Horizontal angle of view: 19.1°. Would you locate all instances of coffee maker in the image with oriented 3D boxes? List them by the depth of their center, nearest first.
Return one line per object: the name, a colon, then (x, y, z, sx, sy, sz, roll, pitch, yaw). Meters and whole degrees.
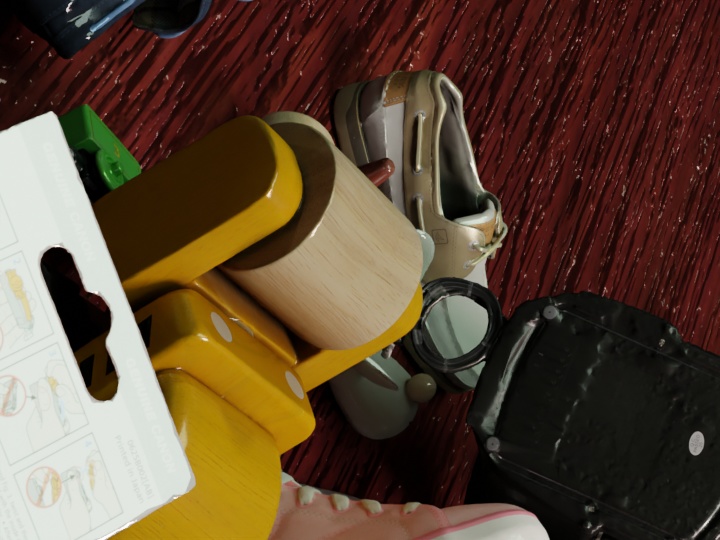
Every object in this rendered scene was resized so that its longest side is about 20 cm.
coffee maker: (0.113, 0.086, 1.146, 0.192, 0.135, 0.200, 47, -12, 11)

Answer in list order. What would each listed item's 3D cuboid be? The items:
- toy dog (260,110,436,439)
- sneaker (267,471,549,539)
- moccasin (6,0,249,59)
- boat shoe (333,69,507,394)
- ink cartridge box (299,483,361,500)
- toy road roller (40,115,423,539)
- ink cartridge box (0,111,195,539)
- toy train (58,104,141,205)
toy dog: (0.000, 0.000, 1.129, 0.200, 0.096, 0.133, 44, 43, -51)
sneaker: (-0.020, 0.116, 0.954, 0.075, 0.199, 0.105, 47, 26, -59)
moccasin: (-0.103, -0.143, 1.042, 0.200, 0.080, 0.068, -30, 90, -48)
boat shoe: (0.048, -0.021, 1.267, 0.075, 0.068, 0.201, -47, 119, -58)
ink cartridge box: (0.071, 0.184, 1.141, 0.200, 0.160, 0.047, 26, 89, -43)
toy road roller: (-0.064, 0.048, 0.896, 0.123, 0.199, 0.146, 42, 22, -48)
ink cartridge box: (-0.172, 0.052, 0.775, 0.200, 0.057, 0.163, -29, 105, -41)
toy train: (-0.093, -0.005, 1.025, 0.200, 0.042, 0.057, 52, 17, -46)
